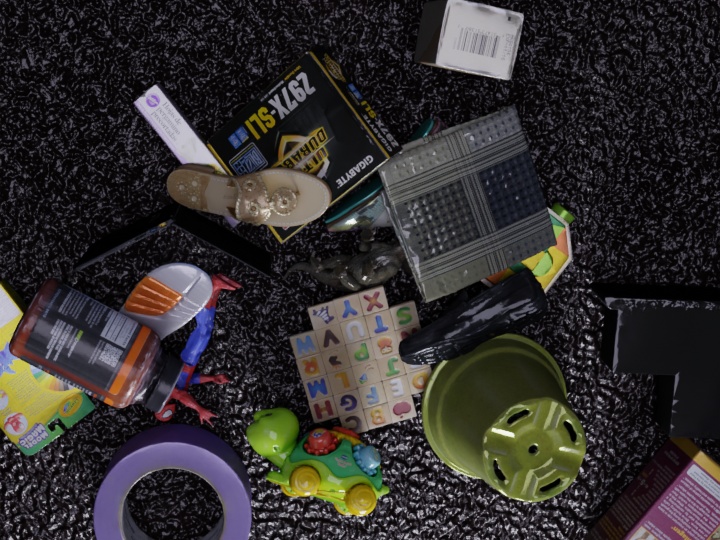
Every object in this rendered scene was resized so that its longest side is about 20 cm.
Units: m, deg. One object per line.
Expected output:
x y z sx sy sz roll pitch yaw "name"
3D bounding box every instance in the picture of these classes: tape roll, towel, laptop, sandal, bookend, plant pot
-0.239 0.305 1.746 0.199 0.085 0.201 -1 99 -4 "tape roll"
0.130 -0.083 1.686 0.199 0.035 0.193 -23 104 -12 "towel"
-0.222 -0.013 1.640 0.199 0.187 0.116 -26 100 0 "laptop"
-0.145 -0.081 1.631 0.211 0.070 0.078 8 120 18 "sandal"
0.397 0.125 1.760 0.198 0.092 0.201 2 101 -3 "bookend"
0.193 0.196 1.699 0.199 0.184 0.202 -2 102 -10 "plant pot"
-0.264 0.048 1.712 0.079 0.059 0.207 41 119 -16 "sandal"

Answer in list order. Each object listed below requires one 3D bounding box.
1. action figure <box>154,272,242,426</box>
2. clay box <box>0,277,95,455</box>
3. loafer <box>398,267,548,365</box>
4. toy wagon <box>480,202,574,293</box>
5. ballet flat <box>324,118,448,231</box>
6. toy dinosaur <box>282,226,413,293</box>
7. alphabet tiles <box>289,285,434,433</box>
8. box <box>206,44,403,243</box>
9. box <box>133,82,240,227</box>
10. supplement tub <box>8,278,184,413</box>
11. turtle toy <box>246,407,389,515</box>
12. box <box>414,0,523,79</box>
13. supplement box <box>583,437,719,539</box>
-0.190 0.114 1.724 0.099 0.065 0.201 30 96 5 "action figure"
-0.437 0.124 1.718 0.115 0.048 0.200 -35 101 0 "clay box"
0.138 0.060 1.715 0.200 0.068 0.071 -24 66 6 "loafer"
0.172 -0.049 1.740 0.200 0.040 0.155 36 95 -9 "toy wagon"
0.046 -0.103 1.711 0.200 0.069 0.071 -44 107 0 "ballet flat"
0.000 0.000 1.712 0.199 0.102 0.077 -26 61 16 "toy dinosaur"
0.004 0.119 1.743 0.166 0.006 0.201 -16 117 -2 "alphabet tiles"
-0.070 -0.151 1.644 0.200 0.049 0.160 -35 91 34 "box"
-0.205 -0.144 1.695 0.039 0.041 0.200 -38 99 3 "box"
-0.318 0.099 1.654 0.199 0.107 0.107 29 96 -8 "supplement tub"
-0.054 0.243 1.732 0.199 0.146 0.102 20 78 -7 "turtle toy"
0.125 -0.276 1.616 0.094 0.200 0.078 10 98 -5 "box"
0.415 0.335 1.790 0.131 0.103 0.200 40 94 -10 "supplement box"
